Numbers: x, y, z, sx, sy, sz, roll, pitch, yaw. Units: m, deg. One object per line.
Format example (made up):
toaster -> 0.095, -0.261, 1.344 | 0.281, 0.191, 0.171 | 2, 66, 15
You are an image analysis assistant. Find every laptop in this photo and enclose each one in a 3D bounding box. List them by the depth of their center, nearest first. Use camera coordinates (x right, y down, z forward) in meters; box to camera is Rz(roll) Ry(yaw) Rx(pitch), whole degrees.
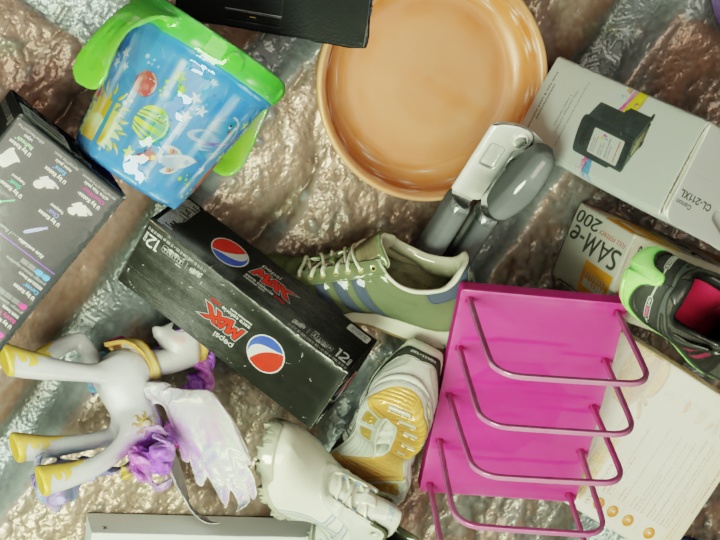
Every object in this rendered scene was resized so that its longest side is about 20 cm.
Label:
laptop -> -0.081, -0.276, 1.281 | 0.176, 0.103, 0.202 | 14, 104, 26

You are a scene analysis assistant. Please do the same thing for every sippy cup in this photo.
sippy cup -> -0.147, -0.125, 1.323 | 0.177, 0.140, 0.131 | 33, 90, -22

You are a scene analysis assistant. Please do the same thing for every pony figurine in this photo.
pony figurine -> -0.176, 0.119, 1.377 | 0.199, 0.166, 0.194 | -14, 81, -29

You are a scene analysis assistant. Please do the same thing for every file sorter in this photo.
file sorter -> 0.137, 0.132, 1.378 | 0.138, 0.126, 0.201 | 5, 120, -9

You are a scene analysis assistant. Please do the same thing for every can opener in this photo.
can opener -> 0.088, -0.038, 1.421 | 0.052, 0.067, 0.200 | 22, 124, -18

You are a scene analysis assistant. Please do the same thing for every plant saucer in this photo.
plant saucer -> 0.057, -0.159, 1.428 | 0.199, 0.037, 0.202 | -4, 105, -15

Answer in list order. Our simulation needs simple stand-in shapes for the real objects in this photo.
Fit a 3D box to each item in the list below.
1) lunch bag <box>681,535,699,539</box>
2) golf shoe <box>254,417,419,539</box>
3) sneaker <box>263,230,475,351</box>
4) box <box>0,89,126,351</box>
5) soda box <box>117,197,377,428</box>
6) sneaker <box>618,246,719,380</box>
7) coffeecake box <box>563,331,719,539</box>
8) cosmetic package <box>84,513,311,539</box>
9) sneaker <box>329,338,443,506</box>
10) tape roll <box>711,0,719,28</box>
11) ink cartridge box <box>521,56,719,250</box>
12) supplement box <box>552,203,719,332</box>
lunch bag -> 0.280, 0.341, 1.560 | 0.199, 0.132, 0.137 | -24, 108, -8
golf shoe -> -0.015, 0.182, 1.401 | 0.200, 0.097, 0.079 | 55, 42, -47
sneaker -> 0.000, 0.000, 1.404 | 0.199, 0.067, 0.090 | 12, 131, 1
box -> -0.288, -0.023, 1.324 | 0.106, 0.122, 0.200 | 39, 91, -20
soda box -> -0.090, 0.032, 1.369 | 0.200, 0.063, 0.071 | 38, 123, 6
sneaker -> 0.290, 0.049, 1.374 | 0.199, 0.084, 0.077 | 24, 94, -33
coffeecake box -> 0.226, 0.139, 1.526 | 0.199, 0.073, 0.154 | 31, 96, -20
cosmetic package -> -0.141, 0.289, 1.478 | 0.198, 0.052, 0.152 | 4, 104, -16
sneaker -> 0.025, 0.132, 1.441 | 0.075, 0.200, 0.088 | 28, 53, -3
tape roll -> 0.406, -0.255, 1.472 | 0.198, 0.085, 0.202 | -3, 103, -14
ink cartridge box -> 0.245, -0.086, 1.393 | 0.145, 0.200, 0.083 | 24, 96, -36
supplement box -> 0.282, 0.018, 1.484 | 0.199, 0.126, 0.074 | 19, 99, -19
